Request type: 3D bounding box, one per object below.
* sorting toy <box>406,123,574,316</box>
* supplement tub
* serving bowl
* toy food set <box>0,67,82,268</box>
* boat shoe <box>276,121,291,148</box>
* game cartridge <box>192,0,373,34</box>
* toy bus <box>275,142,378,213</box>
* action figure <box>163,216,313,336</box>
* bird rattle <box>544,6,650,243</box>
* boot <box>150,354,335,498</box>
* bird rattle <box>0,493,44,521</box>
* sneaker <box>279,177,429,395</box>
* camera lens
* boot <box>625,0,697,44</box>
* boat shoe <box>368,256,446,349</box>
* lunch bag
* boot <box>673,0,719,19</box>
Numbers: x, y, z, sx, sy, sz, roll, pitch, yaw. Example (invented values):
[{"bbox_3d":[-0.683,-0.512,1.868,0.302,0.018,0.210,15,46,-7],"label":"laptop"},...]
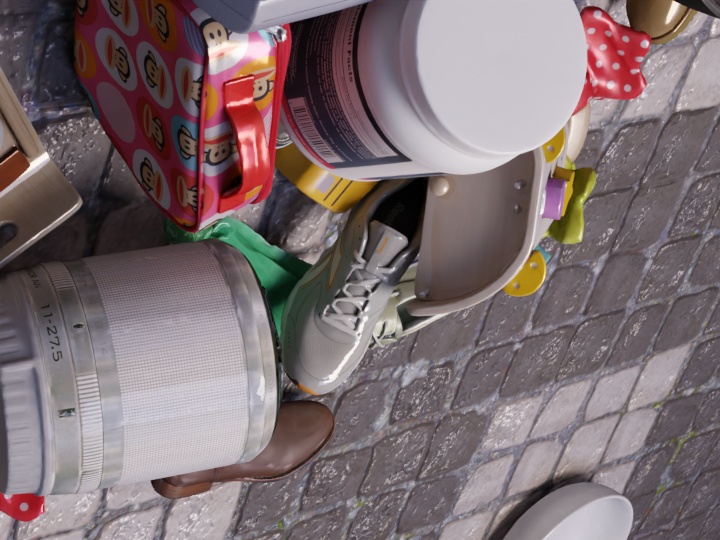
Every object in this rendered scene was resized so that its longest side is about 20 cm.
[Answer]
[{"bbox_3d":[0.121,-0.069,1.417,0.180,0.106,0.202,-23,122,-67],"label":"sorting toy"},{"bbox_3d":[0.040,-0.131,1.178,0.139,0.200,0.142,0,91,-28],"label":"supplement tub"},{"bbox_3d":[0.217,0.315,2.095,0.199,0.066,0.201,-30,143,-25],"label":"serving bowl"},{"bbox_3d":[-0.267,-0.065,1.161,0.143,0.060,0.201,-38,146,-14],"label":"toy food set"},{"bbox_3d":[-0.071,-0.144,1.290,0.072,0.071,0.200,-40,146,-11],"label":"boat shoe"},{"bbox_3d":[-0.079,-0.221,1.087,0.132,0.200,0.041,-16,147,-38],"label":"game cartridge"},{"bbox_3d":[0.019,-0.142,1.401,0.200,0.065,0.078,-51,145,6],"label":"toy bus"},{"bbox_3d":[-0.101,0.002,1.424,0.118,0.055,0.200,-44,151,-1],"label":"action figure"},{"bbox_3d":[0.151,-0.125,1.529,0.162,0.113,0.201,4,120,-31],"label":"bird rattle"},{"bbox_3d":[-0.077,0.104,1.508,0.185,0.064,0.201,-21,152,-31],"label":"boot"},{"bbox_3d":[-0.312,0.158,1.314,0.200,0.112,0.163,-43,130,-11],"label":"bird rattle"},{"bbox_3d":[0.000,0.000,1.414,0.201,0.075,0.092,-64,-173,-12],"label":"sneaker"},{"bbox_3d":[-0.163,0.067,1.282,0.198,0.160,0.161,-9,134,-20],"label":"camera lens"},{"bbox_3d":[0.219,-0.282,1.487,0.199,0.066,0.176,5,109,-51],"label":"boot"},{"bbox_3d":[0.012,0.034,1.575,0.199,0.062,0.072,-30,143,-23],"label":"boat shoe"},{"bbox_3d":[-0.109,-0.124,1.158,0.082,0.176,0.201,-25,151,-25],"label":"lunch bag"},{"bbox_3d":[0.276,-0.304,1.431,0.175,0.069,0.200,-58,140,-3],"label":"boot"}]
